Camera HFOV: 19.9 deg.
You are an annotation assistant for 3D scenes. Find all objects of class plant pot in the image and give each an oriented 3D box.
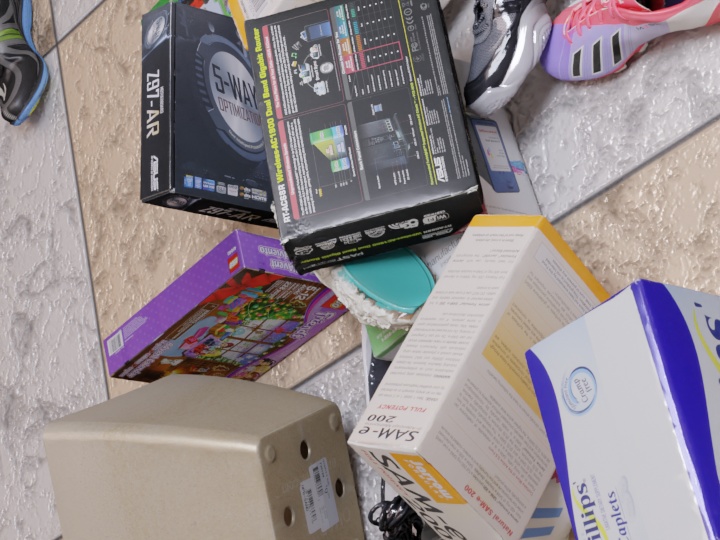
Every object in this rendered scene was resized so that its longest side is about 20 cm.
[{"bbox_3d":[-0.110,0.191,1.642,0.176,0.200,0.201,-8,96,30],"label":"plant pot"}]

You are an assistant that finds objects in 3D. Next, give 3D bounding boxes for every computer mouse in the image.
[{"bbox_3d":[0.030,0.119,1.603,0.044,0.110,0.201,-8,66,10],"label":"computer mouse"}]

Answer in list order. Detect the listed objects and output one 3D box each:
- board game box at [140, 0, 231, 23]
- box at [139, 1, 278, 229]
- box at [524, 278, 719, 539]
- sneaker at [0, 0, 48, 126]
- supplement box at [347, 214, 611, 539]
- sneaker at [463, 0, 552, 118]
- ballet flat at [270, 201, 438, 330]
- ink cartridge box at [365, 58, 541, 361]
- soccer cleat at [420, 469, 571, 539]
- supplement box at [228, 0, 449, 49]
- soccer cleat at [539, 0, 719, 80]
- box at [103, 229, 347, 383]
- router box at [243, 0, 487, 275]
[{"bbox_3d":[-0.129,-0.192,1.881,0.151,0.036,0.201,-41,54,36],"label":"board game box"},{"bbox_3d":[-0.090,-0.121,1.695,0.043,0.199,0.161,-15,70,47],"label":"box"},{"bbox_3d":[0.223,0.121,1.279,0.105,0.199,0.185,-36,57,38],"label":"box"},{"bbox_3d":[-0.381,-0.235,2.148,0.071,0.082,0.201,-40,55,37],"label":"sneaker"},{"bbox_3d":[0.092,0.076,1.430,0.073,0.126,0.201,2,53,47],"label":"supplement box"},{"bbox_3d":[0.093,-0.222,1.542,0.201,0.113,0.075,-68,14,-7],"label":"sneaker"},{"bbox_3d":[0.000,0.000,1.551,0.200,0.071,0.072,46,116,46],"label":"ballet flat"},{"bbox_3d":[0.057,-0.047,1.596,0.145,0.087,0.201,-40,52,38],"label":"ink cartridge box"},{"bbox_3d":[0.136,0.160,1.485,0.200,0.086,0.070,-36,33,13],"label":"soccer cleat"},{"bbox_3d":[0.005,-0.245,1.635,0.200,0.126,0.074,-49,37,22],"label":"supplement box"},{"bbox_3d":[0.193,-0.189,1.474,0.199,0.076,0.067,-16,71,46],"label":"soccer cleat"},{"bbox_3d":[-0.106,0.039,1.729,0.200,0.136,0.039,-38,55,39],"label":"box"},{"bbox_3d":[0.003,-0.110,1.519,0.149,0.062,0.201,-13,62,6],"label":"router box"}]
